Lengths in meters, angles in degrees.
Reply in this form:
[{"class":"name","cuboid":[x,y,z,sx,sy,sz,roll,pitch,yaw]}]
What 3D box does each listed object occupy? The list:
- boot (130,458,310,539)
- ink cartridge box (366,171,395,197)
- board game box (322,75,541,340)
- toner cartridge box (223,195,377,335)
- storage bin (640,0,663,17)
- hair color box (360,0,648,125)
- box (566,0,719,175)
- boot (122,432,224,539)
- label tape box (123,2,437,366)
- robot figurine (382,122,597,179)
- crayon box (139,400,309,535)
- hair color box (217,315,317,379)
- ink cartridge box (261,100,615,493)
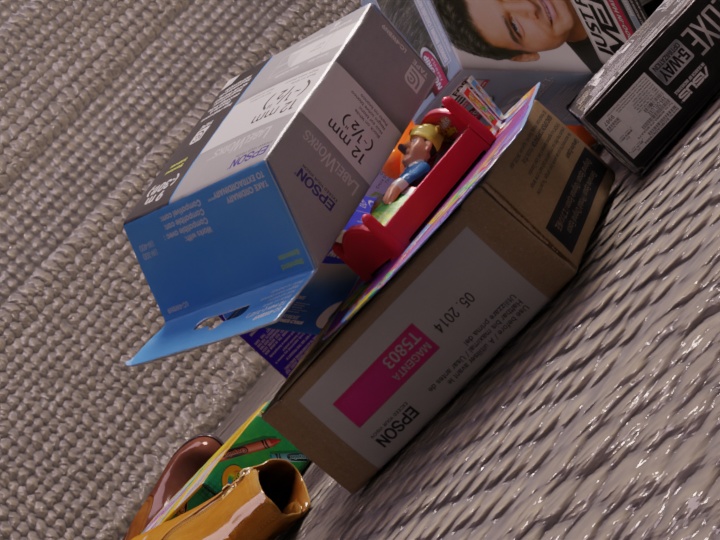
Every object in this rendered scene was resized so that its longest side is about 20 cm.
[{"class":"boot","cuboid":[-0.096,0.182,1.103,0.144,0.071,0.201,-42,6,0]},{"class":"ink cartridge box","cuboid":[-0.012,-0.045,1.314,0.148,0.200,0.076,-55,2,4]},{"class":"board game box","cuboid":[0.027,-0.046,0.884,0.158,0.039,0.200,-47,3,19]},{"class":"toner cartridge box","cuboid":[0.000,0.000,1.079,0.200,0.043,0.095,10,-49,-49]},{"class":"storage bin","cuboid":[0.195,-0.243,1.249,0.135,0.094,0.200,-32,-18,-9]},{"class":"hair color box","cuboid":[0.108,-0.153,1.079,0.199,0.099,0.061,-4,-29,-37]},{"class":"box","cuboid":[0.208,-0.151,0.966,0.200,0.050,0.158,-48,2,8]},{"class":"boot","cuboid":[-0.218,0.273,1.706,0.188,0.068,0.200,-48,3,15]},{"class":"label tape box","cuboid":[-0.060,-0.047,0.916,0.143,0.066,0.200,-19,30,48]},{"class":"robot figurine","cuboid":[0.100,-0.097,1.221,0.144,0.117,0.200,-41,13,35]},{"class":"crayon box","cuboid":[-0.128,0.203,1.287,0.200,0.058,0.119,-47,2,36]},{"class":"hair color box","cuboid":[-0.051,0.014,1.206,0.065,0.200,0.109,-45,3,26]},{"class":"ink cartridge box","cuboid":[0.049,0.013,0.945,0.200,0.075,0.165,-47,4,27]}]
